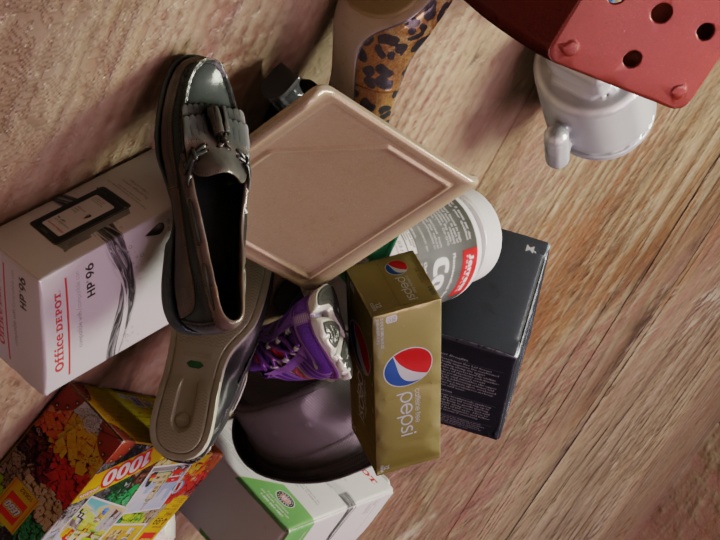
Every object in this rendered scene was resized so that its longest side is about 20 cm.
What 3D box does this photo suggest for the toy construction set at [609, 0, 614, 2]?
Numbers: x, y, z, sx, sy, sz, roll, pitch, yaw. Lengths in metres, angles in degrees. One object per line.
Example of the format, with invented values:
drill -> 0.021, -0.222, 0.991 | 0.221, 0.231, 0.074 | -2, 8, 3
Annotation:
toy construction set -> 0.204, -0.273, 1.615 | 0.199, 0.092, 0.131 | -14, 143, -37

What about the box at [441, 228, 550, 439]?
box -> 0.127, 0.065, 1.960 | 0.200, 0.104, 0.148 | 93, 14, -58

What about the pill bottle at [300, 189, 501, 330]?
pill bottle -> 0.042, -0.018, 1.710 | 0.200, 0.114, 0.114 | -17, 144, -52

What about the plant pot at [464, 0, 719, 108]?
plant pot -> 0.205, -0.242, 1.422 | 0.199, 0.177, 0.200 | 18, 120, -25

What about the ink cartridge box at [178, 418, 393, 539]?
ink cartridge box -> -0.082, 0.219, 1.851 | 0.200, 0.146, 0.084 | -8, 138, -57

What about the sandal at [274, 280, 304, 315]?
sandal -> -0.010, 0.022, 1.782 | 0.200, 0.043, 0.076 | -16, 144, -53

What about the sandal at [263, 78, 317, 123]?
sandal -> -0.044, -0.079, 1.527 | 0.075, 0.048, 0.201 | -41, 157, -16

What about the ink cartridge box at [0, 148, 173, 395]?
ink cartridge box -> -0.204, 0.009, 1.329 | 0.200, 0.068, 0.116 | -31, 142, -34

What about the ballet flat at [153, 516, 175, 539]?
ballet flat -> -0.206, 0.257, 1.782 | 0.073, 0.073, 0.200 | -32, 154, -34

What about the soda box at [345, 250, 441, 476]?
soda box -> 0.029, 0.083, 1.588 | 0.064, 0.068, 0.200 | -16, 134, -14

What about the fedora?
fedora -> -0.045, 0.108, 1.723 | 0.090, 0.199, 0.177 | 55, 35, -43

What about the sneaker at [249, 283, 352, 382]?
sneaker -> -0.055, 0.068, 1.572 | 0.083, 0.081, 0.200 | -12, 168, -10

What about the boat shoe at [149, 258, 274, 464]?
boat shoe -> -0.124, 0.068, 1.558 | 0.068, 0.072, 0.201 | 53, 55, -72

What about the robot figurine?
robot figurine -> 0.230, -0.178, 1.785 | 0.170, 0.113, 0.200 | -52, 159, -9

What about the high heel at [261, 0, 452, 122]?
high heel -> 0.029, -0.162, 1.442 | 0.200, 0.071, 0.143 | -39, 140, 2

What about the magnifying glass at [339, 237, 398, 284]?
magnifying glass -> 0.000, 0.000, 1.566 | 0.079, 0.022, 0.200 | -10, 134, -5

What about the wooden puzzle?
wooden puzzle -> -0.035, -0.065, 1.440 | 0.185, 0.037, 0.200 | -32, 142, 30

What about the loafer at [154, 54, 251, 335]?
loafer -> -0.101, -0.054, 1.298 | 0.072, 0.063, 0.201 | -2, 92, -38

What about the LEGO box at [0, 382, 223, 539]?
LEGO box -> -0.230, 0.185, 1.605 | 0.149, 0.077, 0.200 | -50, 159, 7
